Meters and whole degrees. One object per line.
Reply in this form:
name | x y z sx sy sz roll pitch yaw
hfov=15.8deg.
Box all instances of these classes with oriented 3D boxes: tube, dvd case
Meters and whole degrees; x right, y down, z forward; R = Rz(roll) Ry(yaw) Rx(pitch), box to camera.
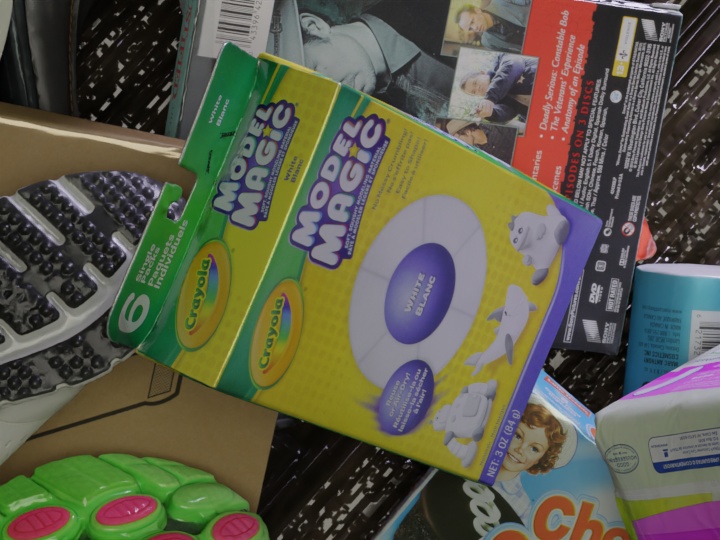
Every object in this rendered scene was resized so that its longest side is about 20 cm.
tube | 0.132 0.098 1.064 0.077 0.050 0.200 4 95 8
dvd case | 0.021 -0.047 1.025 0.200 0.022 0.146 6 101 -19

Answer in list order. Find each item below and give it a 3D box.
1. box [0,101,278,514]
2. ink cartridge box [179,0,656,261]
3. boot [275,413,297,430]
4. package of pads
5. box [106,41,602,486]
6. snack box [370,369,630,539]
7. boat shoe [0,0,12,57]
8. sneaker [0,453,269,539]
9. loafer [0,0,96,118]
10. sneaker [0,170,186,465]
box | -0.125 0.020 0.971 0.200 0.021 0.164 12 108 -5
ink cartridge box | 0.020 -0.079 1.052 0.162 0.050 0.200 -17 88 -4
boot | -0.119 0.000 1.035 0.200 0.068 0.131 6 84 -6
package of pads | 0.203 0.043 0.982 0.200 0.154 0.068 -25 96 -35
box | 0.000 0.000 0.942 0.200 0.048 0.117 23 90 -48
snack box | 0.104 0.143 1.037 0.200 0.037 0.116 40 105 4
boat shoe | -0.208 -0.052 0.986 0.202 0.060 0.072 -47 57 22
sneaker | -0.127 0.133 0.952 0.200 0.084 0.077 -25 48 -13
loafer | -0.118 -0.131 1.020 0.072 0.073 0.200 -1 80 -20
sneaker | -0.142 0.037 0.935 0.200 0.080 0.074 -38 85 -5
